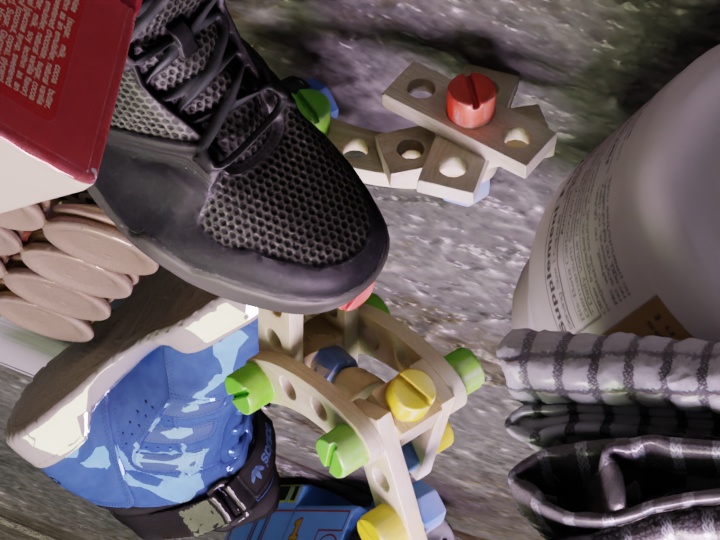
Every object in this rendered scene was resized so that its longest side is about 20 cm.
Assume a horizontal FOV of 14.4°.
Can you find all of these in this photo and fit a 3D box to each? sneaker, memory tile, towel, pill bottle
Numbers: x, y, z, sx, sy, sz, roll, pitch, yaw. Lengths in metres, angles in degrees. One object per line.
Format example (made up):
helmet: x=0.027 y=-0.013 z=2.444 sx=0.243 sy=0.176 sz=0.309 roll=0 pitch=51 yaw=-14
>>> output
sneaker: x=-0.064 y=-0.069 z=0.956 sx=0.199 sy=0.076 sz=0.114 roll=47 pitch=157 yaw=1
memory tile: x=-0.169 y=-0.018 z=1.205 sx=0.153 sy=0.017 sz=0.200 roll=21 pitch=163 yaw=-11
towel: x=0.146 y=0.089 z=0.915 sx=0.165 sy=0.086 sz=0.200 roll=2 pitch=161 yaw=24
pill bottle: x=0.121 y=-0.001 z=0.985 sx=0.114 sy=0.114 sz=0.200 roll=20 pitch=163 yaw=-8
sneaker: x=-0.061 y=0.055 z=1.293 sx=0.111 sy=0.077 sz=0.200 roll=40 pitch=124 yaw=-20

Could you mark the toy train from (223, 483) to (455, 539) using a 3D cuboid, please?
toy train: x=-0.016 y=0.187 z=1.694 sx=0.087 sy=0.114 sz=0.200 roll=31 pitch=159 yaw=-28

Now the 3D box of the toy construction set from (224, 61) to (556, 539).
toy construction set: x=0.000 y=0.000 z=1.064 sx=0.131 sy=0.092 sz=0.200 roll=45 pitch=137 yaw=32

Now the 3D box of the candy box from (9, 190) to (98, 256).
candy box: x=-0.123 y=-0.049 z=1.183 sx=0.200 sy=0.057 sz=0.117 roll=0 pitch=155 yaw=48

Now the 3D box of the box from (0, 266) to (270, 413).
box: x=-0.143 y=0.014 z=1.386 sx=0.200 sy=0.060 sz=0.117 roll=24 pitch=161 yaw=-18

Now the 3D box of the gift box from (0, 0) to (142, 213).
gift box: x=-0.185 y=-0.120 z=0.837 sx=0.200 sy=0.185 sz=0.187 roll=34 pitch=148 yaw=-33
